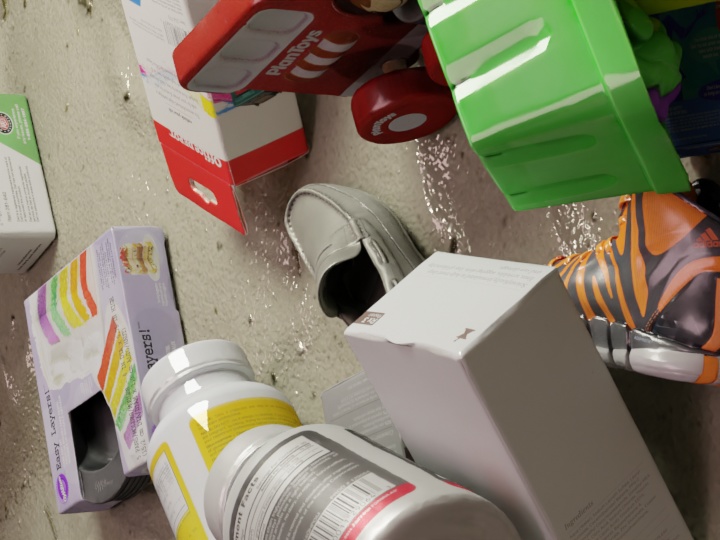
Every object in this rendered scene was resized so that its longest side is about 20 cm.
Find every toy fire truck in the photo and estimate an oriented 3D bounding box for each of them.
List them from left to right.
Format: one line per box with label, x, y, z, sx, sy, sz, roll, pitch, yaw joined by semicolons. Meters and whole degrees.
toy fire truck;-0.002;-0.158;1.211;0.200;0.168;0.112;-36;62;51

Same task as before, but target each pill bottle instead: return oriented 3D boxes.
pill bottle;-0.082;0.149;1.391;0.112;0.112;0.200;-58;46;39
pill bottle;-0.007;0.146;1.090;0.200;0.110;0.111;21;108;58

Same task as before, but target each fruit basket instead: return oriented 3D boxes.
fruit basket;0.129;-0.152;0.997;0.215;0.156;0.216;-6;69;17

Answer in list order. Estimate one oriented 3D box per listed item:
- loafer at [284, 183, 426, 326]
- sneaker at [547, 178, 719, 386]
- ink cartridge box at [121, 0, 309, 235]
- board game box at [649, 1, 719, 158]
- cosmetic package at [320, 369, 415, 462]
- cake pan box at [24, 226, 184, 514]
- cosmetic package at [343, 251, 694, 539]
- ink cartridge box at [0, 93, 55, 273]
loafer;0.000;0.000;1.301;0.200;0.070;0.070;41;124;48
sneaker;0.144;-0.004;1.097;0.200;0.077;0.112;9;91;50
ink cartridge box;-0.103;-0.138;1.417;0.116;0.067;0.201;32;142;52
board game box;0.194;-0.164;1.028;0.152;0.045;0.201;-5;88;57
cosmetic package;0.054;0.155;1.196;0.090;0.107;0.201;-33;66;52
cake pan box;-0.202;0.087;1.625;0.184;0.052;0.201;-32;65;54
cosmetic package;0.088;0.094;1.080;0.113;0.081;0.200;11;134;55
ink cartridge box;-0.383;-0.077;1.754;0.084;0.199;0.145;-41;58;48
